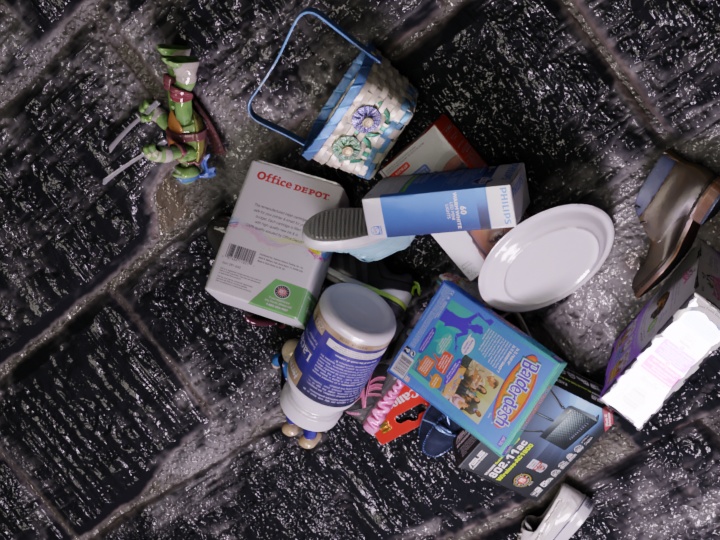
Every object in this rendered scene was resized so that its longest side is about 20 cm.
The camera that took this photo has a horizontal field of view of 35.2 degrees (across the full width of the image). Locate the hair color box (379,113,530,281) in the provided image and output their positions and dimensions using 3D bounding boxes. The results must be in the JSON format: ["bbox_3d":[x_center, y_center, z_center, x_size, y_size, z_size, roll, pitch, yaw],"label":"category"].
[{"bbox_3d":[0.134,-0.100,1.565,0.111,0.064,0.200,-38,97,29],"label":"hair color box"}]

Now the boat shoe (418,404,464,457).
[{"bbox_3d":[0.146,0.212,1.685,0.083,0.069,0.201,14,125,-22],"label":"boat shoe"}]

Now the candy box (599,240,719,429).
[{"bbox_3d":[0.406,0.082,1.483,0.071,0.168,0.201,35,121,2],"label":"candy box"}]

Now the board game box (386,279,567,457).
[{"bbox_3d":[0.157,0.132,1.545,0.199,0.045,0.153,36,99,19],"label":"board game box"}]

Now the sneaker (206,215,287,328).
[{"bbox_3d":[-0.167,0.008,1.695,0.200,0.116,0.076,40,126,-1],"label":"sneaker"}]

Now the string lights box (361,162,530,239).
[{"bbox_3d":[0.112,-0.091,1.481,0.198,0.103,0.060,-4,109,21],"label":"string lights box"}]

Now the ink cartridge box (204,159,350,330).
[{"bbox_3d":[-0.115,-0.037,1.618,0.143,0.084,0.202,17,79,12],"label":"ink cartridge box"}]

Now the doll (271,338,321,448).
[{"bbox_3d":[-0.091,0.184,1.753,0.136,0.048,0.202,30,139,34],"label":"doll"}]

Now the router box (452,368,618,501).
[{"bbox_3d":[0.249,0.226,1.627,0.149,0.062,0.201,26,119,-21],"label":"router box"}]

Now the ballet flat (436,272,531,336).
[{"bbox_3d":[0.191,0.067,1.627,0.064,0.076,0.200,-41,101,-1],"label":"ballet flat"}]

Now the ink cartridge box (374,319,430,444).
[{"bbox_3d":[0.028,0.167,1.735,0.159,0.047,0.201,-31,98,29],"label":"ink cartridge box"}]

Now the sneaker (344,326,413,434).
[{"bbox_3d":[0.021,0.152,1.672,0.095,0.079,0.201,31,125,5],"label":"sneaker"}]

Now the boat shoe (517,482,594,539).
[{"bbox_3d":[0.274,0.405,1.739,0.066,0.072,0.201,38,120,6],"label":"boat shoe"}]

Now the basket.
[{"bbox_3d":[-0.032,-0.233,1.522,0.199,0.140,0.177,31,122,-6],"label":"basket"}]

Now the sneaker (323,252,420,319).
[{"bbox_3d":[0.000,0.000,1.670,0.199,0.072,0.083,30,78,20],"label":"sneaker"}]

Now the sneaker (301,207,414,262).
[{"bbox_3d":[0.002,-0.040,1.576,0.074,0.198,0.083,48,135,39],"label":"sneaker"}]

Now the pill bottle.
[{"bbox_3d":[-0.037,0.126,1.607,0.115,0.116,0.201,31,123,5],"label":"pill bottle"}]

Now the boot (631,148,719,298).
[{"bbox_3d":[0.394,-0.062,1.492,0.097,0.074,0.201,42,122,19],"label":"boot"}]

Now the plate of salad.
[{"bbox_3d":[0.246,-0.020,1.521,0.198,0.048,0.201,-15,141,-12],"label":"plate of salad"}]

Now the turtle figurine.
[{"bbox_3d":[-0.296,-0.219,1.628,0.198,0.144,0.196,13,114,11],"label":"turtle figurine"}]
